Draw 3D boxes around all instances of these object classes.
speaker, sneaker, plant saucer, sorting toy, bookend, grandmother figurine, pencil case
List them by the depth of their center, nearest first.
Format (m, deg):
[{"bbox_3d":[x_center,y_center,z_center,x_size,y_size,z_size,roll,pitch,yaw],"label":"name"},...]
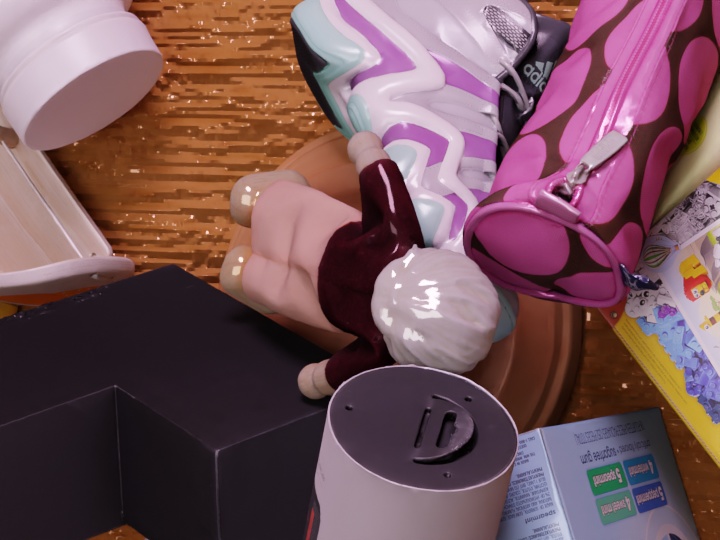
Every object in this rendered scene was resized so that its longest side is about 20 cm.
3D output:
[{"bbox_3d":[0.011,0.140,0.999,0.081,0.081,0.201,28,129,22],"label":"speaker"},{"bbox_3d":[0.118,-0.082,1.055,0.090,0.094,0.201,16,63,16],"label":"pencil case"},{"bbox_3d":[0.000,0.000,1.056,0.200,0.060,0.122,27,120,60],"label":"grandmother figurine"},{"bbox_3d":[-0.111,0.094,1.111,0.199,0.198,0.093,26,126,45],"label":"bookend"},{"bbox_3d":[0.065,-0.073,1.119,0.139,0.078,0.201,-24,67,-8],"label":"sneaker"},{"bbox_3d":[0.012,0.024,1.183,0.199,0.037,0.202,0,90,25],"label":"plant saucer"},{"bbox_3d":[-0.244,-0.047,1.223,0.107,0.180,0.200,-42,74,19],"label":"sorting toy"}]

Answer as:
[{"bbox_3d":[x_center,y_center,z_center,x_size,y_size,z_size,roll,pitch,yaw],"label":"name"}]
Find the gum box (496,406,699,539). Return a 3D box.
[{"bbox_3d":[0.121,0.166,1.060,0.044,0.170,0.201,-19,82,23],"label":"gum box"}]

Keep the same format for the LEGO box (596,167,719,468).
[{"bbox_3d":[0.222,0.038,1.062,0.149,0.077,0.200,-43,73,19],"label":"LEGO box"}]

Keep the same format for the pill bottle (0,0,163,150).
[{"bbox_3d":[-0.188,-0.167,1.234,0.112,0.112,0.201,-38,75,20],"label":"pill bottle"}]

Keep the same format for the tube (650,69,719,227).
[{"bbox_3d":[0.197,-0.098,1.083,0.200,0.058,0.052,-44,65,17],"label":"tube"}]

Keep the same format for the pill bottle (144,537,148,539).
[{"bbox_3d":[-0.010,0.186,1.153,0.199,0.111,0.112,11,95,25],"label":"pill bottle"}]
